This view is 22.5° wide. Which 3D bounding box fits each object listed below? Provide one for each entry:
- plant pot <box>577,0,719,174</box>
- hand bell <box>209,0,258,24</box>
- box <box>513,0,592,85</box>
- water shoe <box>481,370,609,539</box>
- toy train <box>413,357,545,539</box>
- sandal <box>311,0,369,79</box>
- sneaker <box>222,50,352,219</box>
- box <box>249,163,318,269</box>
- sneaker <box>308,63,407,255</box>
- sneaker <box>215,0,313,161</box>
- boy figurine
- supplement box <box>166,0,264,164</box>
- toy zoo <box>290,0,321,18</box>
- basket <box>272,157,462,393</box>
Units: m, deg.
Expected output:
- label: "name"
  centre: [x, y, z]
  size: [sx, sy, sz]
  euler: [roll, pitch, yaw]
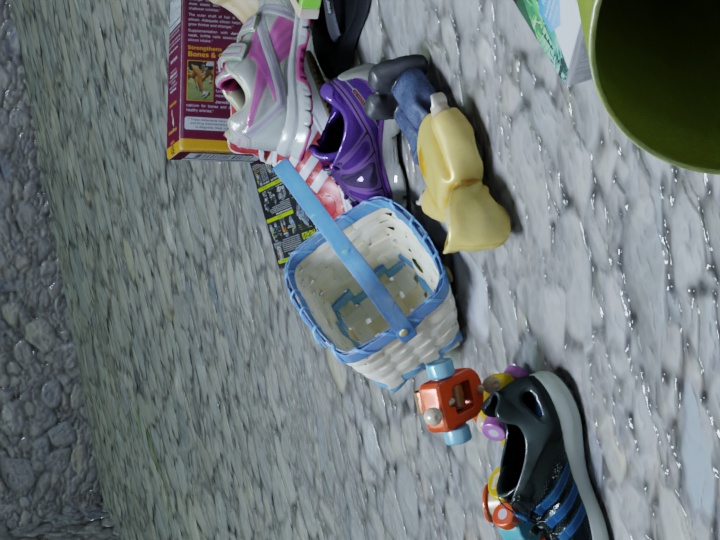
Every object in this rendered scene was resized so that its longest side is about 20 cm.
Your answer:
- label: "plant pot"
  centre: [0.184, -0.184, 0.932]
  size: [0.201, 0.185, 0.188]
  euler: [-103, 9, -50]
- label: "hand bell"
  centre: [-0.064, -0.210, 1.840]
  size: [0.201, 0.104, 0.104]
  euler: [63, 164, -8]
- label: "box"
  centre: [0.124, -0.249, 1.253]
  size: [0.145, 0.036, 0.201]
  euler: [99, 151, -54]
- label: "water shoe"
  centre: [0.148, 0.184, 1.492]
  size: [0.071, 0.078, 0.202]
  euler: [-170, 65, -71]
- label: "toy train"
  centre: [0.098, 0.159, 1.520]
  size: [0.055, 0.150, 0.202]
  euler: [-9, 103, 37]
- label: "sandal"
  centre: [-0.028, -0.249, 1.716]
  size: [0.201, 0.042, 0.076]
  euler: [100, 149, -55]
- label: "sneaker"
  centre: [-0.067, -0.107, 1.810]
  size: [0.071, 0.112, 0.202]
  euler: [-78, -31, -78]
- label: "box"
  centre: [-0.068, -0.089, 1.988]
  size: [0.200, 0.044, 0.162]
  euler: [165, 89, -73]
- label: "sneaker"
  centre: [-0.008, -0.102, 1.719]
  size: [0.081, 0.083, 0.201]
  euler: [-129, 27, -52]
- label: "sneaker"
  centre: [-0.094, -0.203, 1.718]
  size: [0.081, 0.087, 0.202]
  euler: [113, 156, -66]
- label: "boy figurine"
  centre: [0.066, -0.086, 1.537]
  size: [0.125, 0.064, 0.201]
  euler: [101, 152, -51]
- label: "supplement box"
  centre: [-0.143, -0.218, 1.910]
  size: [0.086, 0.109, 0.202]
  euler: [166, 105, -74]
- label: "toy zoo"
  centre: [-0.045, -0.348, 1.643]
  size: [0.132, 0.020, 0.201]
  euler: [-114, 30, -49]
- label: "basket"
  centre: [0.000, 0.000, 1.653]
  size: [0.200, 0.139, 0.177]
  euler: [47, -174, -49]
